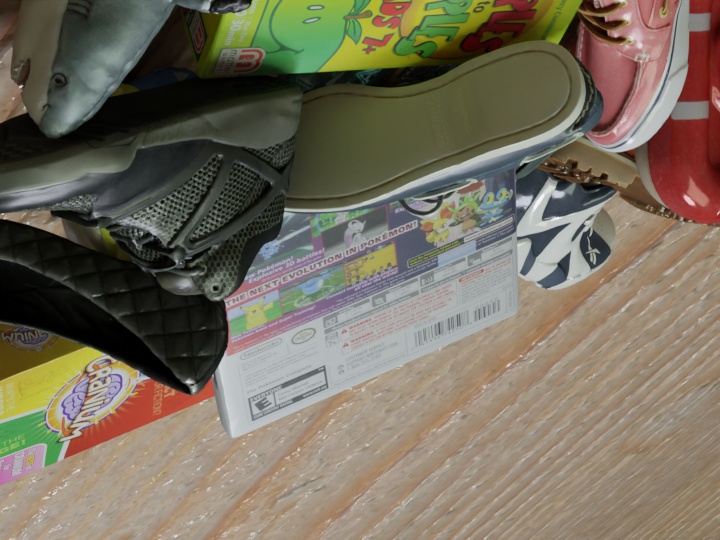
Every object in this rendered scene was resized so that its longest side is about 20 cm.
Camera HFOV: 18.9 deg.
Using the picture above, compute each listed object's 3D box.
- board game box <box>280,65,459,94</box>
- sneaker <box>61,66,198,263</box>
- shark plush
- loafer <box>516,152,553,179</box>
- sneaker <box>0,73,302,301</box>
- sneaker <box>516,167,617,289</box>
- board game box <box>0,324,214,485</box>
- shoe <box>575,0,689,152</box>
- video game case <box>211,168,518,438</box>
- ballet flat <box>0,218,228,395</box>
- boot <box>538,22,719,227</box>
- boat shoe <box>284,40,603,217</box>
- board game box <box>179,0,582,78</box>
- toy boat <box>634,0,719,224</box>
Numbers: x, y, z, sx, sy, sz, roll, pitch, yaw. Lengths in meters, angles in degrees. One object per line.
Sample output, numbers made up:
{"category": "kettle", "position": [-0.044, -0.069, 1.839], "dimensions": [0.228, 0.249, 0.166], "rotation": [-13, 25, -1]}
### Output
{"category": "board game box", "position": [0.037, -0.131, 1.242], "dimensions": [0.200, 0.028, 0.135], "rotation": [-41, 155, 27]}
{"category": "sneaker", "position": [-0.110, -0.042, 1.189], "dimensions": [0.105, 0.076, 0.200], "rotation": [-25, 157, -13]}
{"category": "shark plush", "position": [-0.078, -0.143, 1.002], "dimensions": [0.200, 0.083, 0.091], "rotation": [-28, 158, -4]}
{"category": "loafer", "position": [0.048, -0.055, 1.305], "dimensions": [0.200, 0.072, 0.063], "rotation": [-48, 150, 14]}
{"category": "sneaker", "position": [-0.111, -0.029, 1.063], "dimensions": [0.199, 0.076, 0.114], "rotation": [-15, 114, -44]}
{"category": "sneaker", "position": [0.147, -0.055, 1.469], "dimensions": [0.130, 0.080, 0.199], "rotation": [-33, 149, 31]}
{"category": "board game box", "position": [-0.181, 0.066, 1.326], "dimensions": [0.200, 0.040, 0.153], "rotation": [-22, 157, -18]}
{"category": "shoe", "position": [0.137, -0.155, 1.191], "dimensions": [0.091, 0.071, 0.200], "rotation": [-15, 127, -43]}
{"category": "video game case", "position": [0.000, 0.000, 1.254], "dimensions": [0.200, 0.023, 0.182], "rotation": [-23, 142, -13]}
{"category": "ballet flat", "position": [-0.168, 0.016, 1.146], "dimensions": [0.200, 0.057, 0.066], "rotation": [13, 143, 5]}
{"category": "boot", "position": [0.197, -0.090, 1.382], "dimensions": [0.200, 0.075, 0.107], "rotation": [23, 82, -37]}
{"category": "boat shoe", "position": [0.030, -0.071, 1.146], "dimensions": [0.200, 0.075, 0.062], "rotation": [-19, 160, 17]}
{"category": "board game box", "position": [0.018, -0.151, 1.098], "dimensions": [0.200, 0.048, 0.102], "rotation": [-5, 149, -22]}
{"category": "toy boat", "position": [0.244, -0.124, 1.286], "dimensions": [0.130, 0.200, 0.131], "rotation": [-8, -167, -34]}
